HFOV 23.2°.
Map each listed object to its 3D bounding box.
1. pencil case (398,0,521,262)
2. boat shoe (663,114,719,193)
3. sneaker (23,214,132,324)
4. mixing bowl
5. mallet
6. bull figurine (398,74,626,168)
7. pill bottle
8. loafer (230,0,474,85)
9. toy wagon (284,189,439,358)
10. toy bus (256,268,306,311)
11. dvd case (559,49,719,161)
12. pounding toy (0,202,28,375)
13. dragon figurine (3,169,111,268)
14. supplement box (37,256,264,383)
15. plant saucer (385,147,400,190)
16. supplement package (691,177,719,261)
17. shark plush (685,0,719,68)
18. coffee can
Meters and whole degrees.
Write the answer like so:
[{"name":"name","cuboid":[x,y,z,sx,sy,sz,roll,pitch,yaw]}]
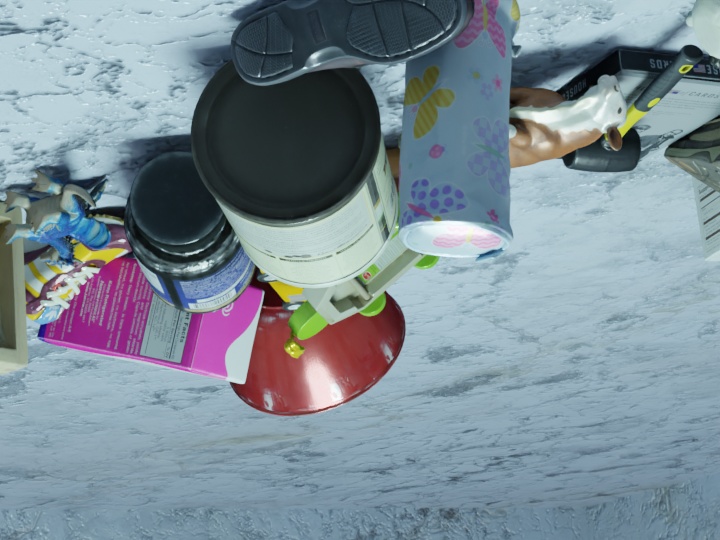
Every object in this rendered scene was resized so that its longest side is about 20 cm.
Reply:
[{"name":"pencil case","cuboid":[0.072,-0.109,1.270,0.083,0.201,0.090,-10,158,38]},{"name":"boat shoe","cuboid":[0.336,-0.110,1.561,0.074,0.074,0.200,32,178,-15]},{"name":"sneaker","cuboid":[-0.294,0.005,1.735,0.199,0.091,0.075,-14,162,29]},{"name":"mixing bowl","cuboid":[-0.061,0.044,1.835,0.199,0.201,0.109,-9,132,13]},{"name":"mallet","cuboid":[0.240,-0.133,1.459,0.065,0.041,0.200,4,158,-24]},{"name":"bull figurine","cuboid":[0.126,-0.123,1.453,0.121,0.066,0.200,12,165,-34]},{"name":"pill bottle","cuboid":[-0.155,-0.036,1.600,0.111,0.113,0.200,-5,165,-1]},{"name":"loafer","cuboid":[-0.001,-0.179,1.262,0.199,0.072,0.063,-9,-175,33]},{"name":"toy wagon","cuboid":[0.000,0.000,1.607,0.200,0.040,0.155,-40,161,0]},{"name":"toy bus","cuboid":[-0.054,-0.016,1.662,0.078,0.066,0.200,-8,163,8]},{"name":"dvd case","cuboid":[0.235,-0.139,1.537,0.149,0.025,0.200,2,162,-26]},{"name":"pounding toy","cuboid":[-0.420,0.038,1.601,0.142,0.201,0.184,-16,161,35]},{"name":"dragon figurine","cuboid":[-0.260,-0.052,1.602,0.099,0.059,0.200,6,161,-36]},{"name":"supplement box","cuboid":[-0.212,0.046,1.779,0.199,0.104,0.101,11,174,30]},{"name":"plant saucer","cuboid":[0.040,-0.075,1.673,0.199,0.038,0.200,-6,165,-2]},{"name":"supplement package","cuboid":[0.438,-0.082,1.651,0.199,0.112,0.156,1,163,-21]},{"name":"shark plush","cuboid":[0.298,-0.189,1.317,0.083,0.091,0.200,-36,159,-4]},{"name":"coffee can","cuboid":[-0.048,-0.080,1.418,0.145,0.147,0.200,-7,164,4]}]
